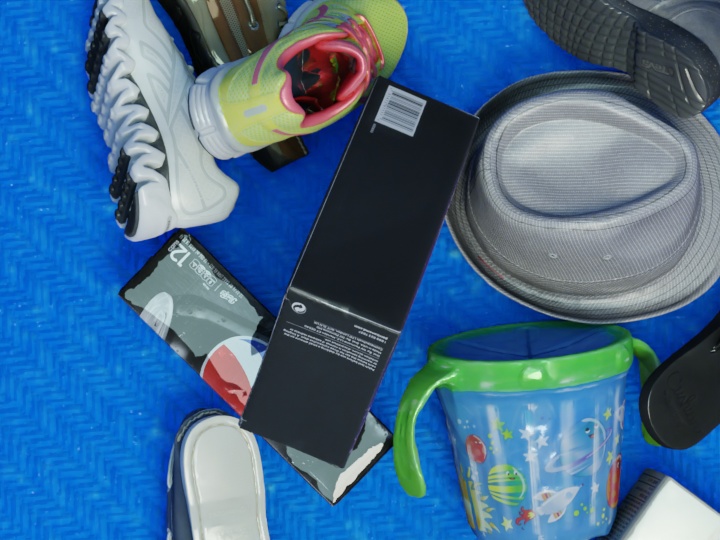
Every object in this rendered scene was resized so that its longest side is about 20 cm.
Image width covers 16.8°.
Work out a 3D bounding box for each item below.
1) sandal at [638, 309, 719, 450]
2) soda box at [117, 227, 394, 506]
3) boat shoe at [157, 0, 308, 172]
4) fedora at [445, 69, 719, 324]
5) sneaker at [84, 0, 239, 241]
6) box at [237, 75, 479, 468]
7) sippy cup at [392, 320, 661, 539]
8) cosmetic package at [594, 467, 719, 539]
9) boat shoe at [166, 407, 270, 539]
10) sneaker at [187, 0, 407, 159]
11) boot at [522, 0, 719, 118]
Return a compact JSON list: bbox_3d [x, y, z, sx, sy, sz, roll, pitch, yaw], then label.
[{"bbox_3d":[0.262,0.046,1.593,0.200,0.045,0.075,-43,109,-26],"label":"sandal"},{"bbox_3d":[-0.067,0.064,1.610,0.200,0.071,0.063,44,88,2],"label":"soda box"},{"bbox_3d":[-0.082,-0.165,1.619,0.074,0.076,0.201,-29,95,-13],"label":"boat shoe"},{"bbox_3d":[0.154,-0.059,1.592,0.199,0.090,0.178,7,75,3],"label":"fedora"},{"bbox_3d":[-0.133,-0.112,1.606,0.081,0.075,0.201,-5,65,-19],"label":"sneaker"},{"bbox_3d":[0.000,0.000,1.532,0.079,0.141,0.200,23,47,-2],"label":"box"},{"bbox_3d":[0.114,0.109,1.587,0.177,0.140,0.131,-3,98,9],"label":"sippy cup"},{"bbox_3d":[0.169,0.235,1.590,0.087,0.103,0.200,37,89,-1],"label":"cosmetic package"},{"bbox_3d":[-0.097,0.191,1.608,0.075,0.062,0.201,-9,97,-17],"label":"boat shoe"},{"bbox_3d":[-0.018,-0.129,1.570,0.200,0.090,0.078,-40,109,-45],"label":"sneaker"},{"bbox_3d":[0.204,-0.182,1.623,0.131,0.070,0.200,-29,58,-30],"label":"boot"}]
